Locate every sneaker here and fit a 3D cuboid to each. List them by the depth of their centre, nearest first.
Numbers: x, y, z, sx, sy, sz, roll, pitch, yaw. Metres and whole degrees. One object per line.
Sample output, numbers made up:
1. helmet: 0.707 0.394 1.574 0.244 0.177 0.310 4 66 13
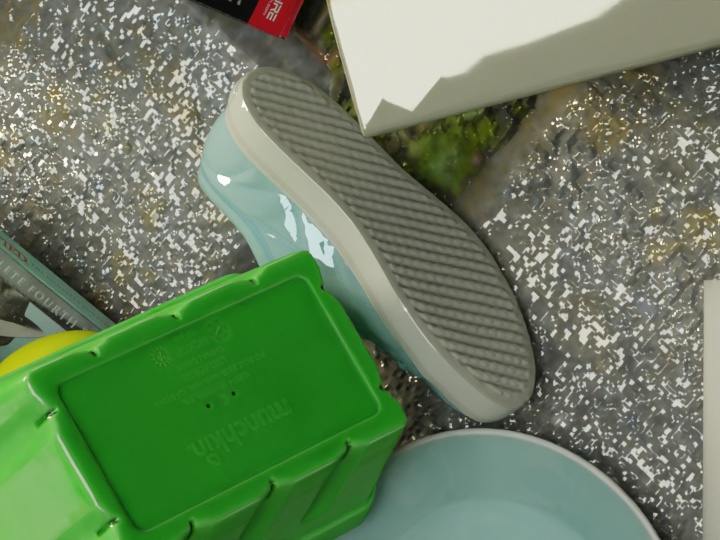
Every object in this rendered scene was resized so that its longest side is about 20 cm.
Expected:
1. sneaker: 0.000 0.000 1.184 0.200 0.074 0.082 51 134 13

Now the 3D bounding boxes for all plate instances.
1. plate: 0.060 0.173 1.169 0.199 0.026 0.202 0 90 24

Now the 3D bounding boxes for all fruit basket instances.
1. fruit basket: -0.106 0.086 1.140 0.215 0.215 0.156 -34 81 19

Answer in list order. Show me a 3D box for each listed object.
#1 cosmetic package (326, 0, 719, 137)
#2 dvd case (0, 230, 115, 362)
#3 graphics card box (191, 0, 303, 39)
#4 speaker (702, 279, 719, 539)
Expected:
1. cosmetic package: 0.092 -0.117 1.087 0.199 0.104 0.074 -15 95 7
2. dvd case: -0.224 0.064 1.252 0.200 0.022 0.146 -43 112 16
3. graphics card box: -0.098 -0.200 1.158 0.126 0.199 0.051 -64 32 11
4. speaker: 0.186 0.101 1.085 0.081 0.081 0.201 0 90 23
